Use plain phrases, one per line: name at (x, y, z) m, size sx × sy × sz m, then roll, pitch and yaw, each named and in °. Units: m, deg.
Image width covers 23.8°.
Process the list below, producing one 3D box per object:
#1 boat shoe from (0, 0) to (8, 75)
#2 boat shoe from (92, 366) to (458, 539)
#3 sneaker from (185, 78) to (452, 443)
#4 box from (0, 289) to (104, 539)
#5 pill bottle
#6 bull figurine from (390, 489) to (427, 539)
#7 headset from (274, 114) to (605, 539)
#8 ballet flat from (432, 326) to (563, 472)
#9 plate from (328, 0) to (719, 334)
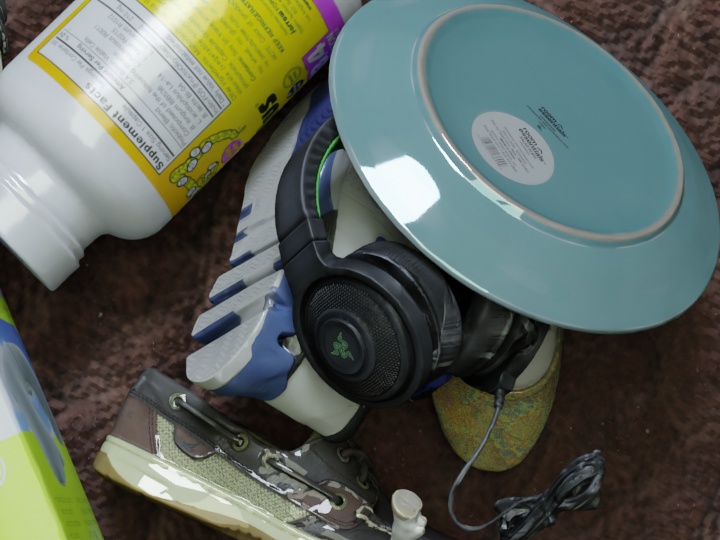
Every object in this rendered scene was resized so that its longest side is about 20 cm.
boat shoe at (-0.267, -0.101, 0.819) m, size 0.197 × 0.072 × 0.068 m, roll -9°, pitch 43°, yaw 1°
boat shoe at (-0.024, 0.101, 0.791) m, size 0.198 × 0.073 × 0.066 m, roll 20°, pitch 85°, yaw -1°
sneaker at (0.000, 0.001, 0.804) m, size 0.115 × 0.080 × 0.201 m, roll 39°, pitch 53°, yaw -25°
box at (-0.177, 0.045, 0.763) m, size 0.047 × 0.122 × 0.202 m, roll -23°, pitch 84°, yaw -4°
pill bottle at (-0.099, -0.087, 0.800) m, size 0.104 × 0.104 × 0.200 m, roll 44°, pitch 81°, yaw 3°
bull figurine at (0.016, 0.171, 0.718) m, size 0.199 × 0.122 × 0.065 m, roll 38°, pitch 38°, yaw 5°
headset at (0.040, 0.015, 0.716) m, size 0.122 × 0.094 × 0.202 m, roll -4°, pitch 67°, yaw -38°
ballet flat at (0.074, -0.006, 0.819) m, size 0.070 × 0.071 × 0.203 m, roll 10°, pitch 81°, yaw -3°
plate at (0.080, -0.061, 0.754) m, size 0.198 × 0.026 × 0.202 m, roll 18°, pitch 46°, yaw -19°
